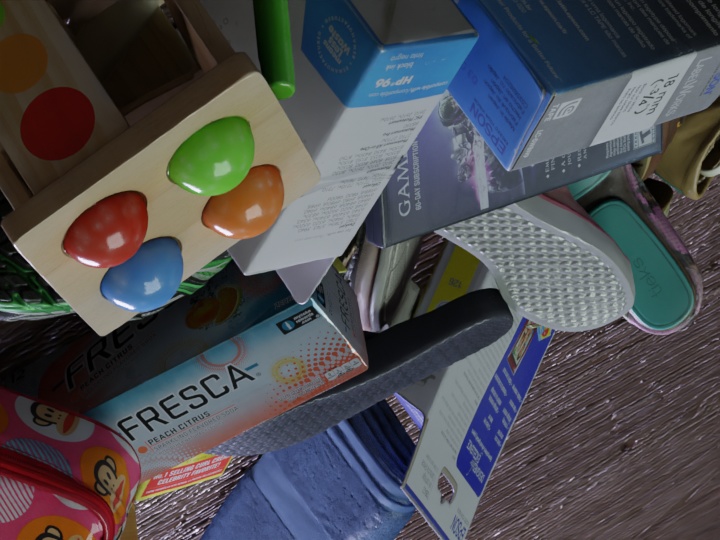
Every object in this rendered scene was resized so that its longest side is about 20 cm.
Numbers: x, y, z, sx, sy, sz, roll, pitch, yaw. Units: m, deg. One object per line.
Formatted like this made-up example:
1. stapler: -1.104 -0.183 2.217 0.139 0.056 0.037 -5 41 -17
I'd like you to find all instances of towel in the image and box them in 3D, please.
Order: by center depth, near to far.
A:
1. towel: -0.032 0.166 1.747 0.048 0.112 0.200 -6 142 -47

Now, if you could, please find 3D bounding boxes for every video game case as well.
1. video game case: 0.082 -0.106 1.377 0.199 0.019 0.144 -19 117 -32

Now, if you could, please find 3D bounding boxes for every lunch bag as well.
1. lunch bag: -0.225 0.149 1.416 0.082 0.175 0.201 -72 -176 -56

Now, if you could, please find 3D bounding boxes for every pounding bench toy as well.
1. pounding bench toy: -0.081 -0.092 1.147 0.200 0.156 0.124 -36 156 -1

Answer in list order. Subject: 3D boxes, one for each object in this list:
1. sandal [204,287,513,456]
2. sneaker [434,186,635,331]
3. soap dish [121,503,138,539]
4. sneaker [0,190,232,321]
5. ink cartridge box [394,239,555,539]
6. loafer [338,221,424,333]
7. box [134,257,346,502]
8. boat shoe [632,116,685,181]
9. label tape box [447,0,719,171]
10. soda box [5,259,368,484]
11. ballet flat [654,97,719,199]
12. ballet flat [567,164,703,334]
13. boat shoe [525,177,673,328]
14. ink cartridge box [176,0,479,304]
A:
1. sandal: -0.008 0.056 1.525 0.199 0.043 0.076 -25 163 -2
2. sneaker: 0.090 -0.049 1.487 0.075 0.105 0.200 -25 138 29
3. soap dish: -0.238 0.201 1.575 0.200 0.081 0.157 -46 154 25
4. sneaker: -0.136 0.000 1.344 0.199 0.078 0.085 -10 146 -46
5. ink cartridge box: 0.068 0.065 1.667 0.201 0.047 0.198 -64 161 -12
6. loafer: 0.000 0.000 1.550 0.200 0.063 0.072 92 21 -58
7. box: -0.085 0.053 1.544 0.075 0.050 0.200 -13 148 -41
8. boat shoe: 0.174 -0.112 1.559 0.067 0.072 0.200 -30 159 -21
9. label tape box: 0.120 -0.142 1.296 0.199 0.144 0.063 -18 151 -32
10. soda box: -0.098 0.057 1.439 0.199 0.064 0.068 -27 130 14
11. ballet flat: 0.273 -0.120 1.688 0.200 0.063 0.069 -40 157 9
12. ballet flat: 0.137 -0.051 1.549 0.069 0.200 0.071 -33 -165 12
13. boat shoe: 0.151 -0.003 1.651 0.200 0.073 0.063 -38 140 -57
14. ink cartridge box: -0.039 -0.081 1.275 0.068 0.116 0.200 -12 146 -41
